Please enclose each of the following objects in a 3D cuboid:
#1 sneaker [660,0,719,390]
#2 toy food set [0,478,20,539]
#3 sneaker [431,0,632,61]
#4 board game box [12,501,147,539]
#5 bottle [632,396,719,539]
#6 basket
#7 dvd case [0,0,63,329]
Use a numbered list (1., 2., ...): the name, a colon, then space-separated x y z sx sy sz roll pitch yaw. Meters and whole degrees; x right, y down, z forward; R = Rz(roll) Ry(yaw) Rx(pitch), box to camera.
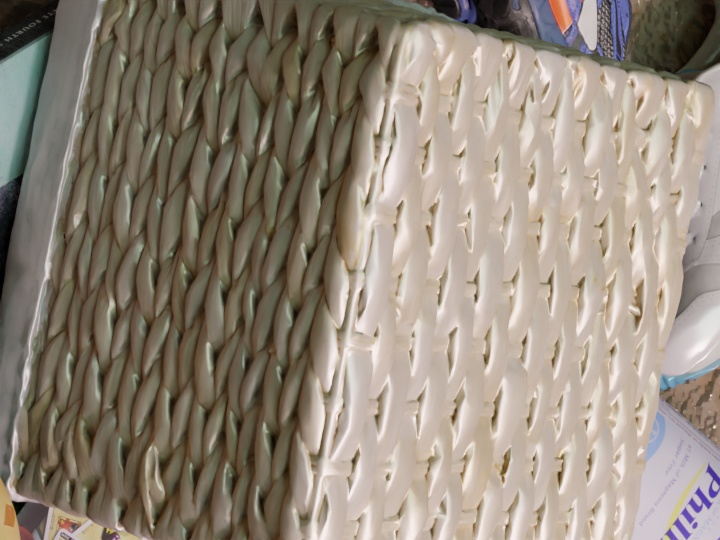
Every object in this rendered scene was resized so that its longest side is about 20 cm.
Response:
1. sneaker: 0.155 -0.041 1.044 0.081 0.076 0.200 32 72 -18
2. toy food set: -0.193 0.037 0.710 0.197 0.049 0.201 5 78 -39
3. sneaker: 0.070 -0.120 0.980 0.078 0.075 0.201 -25 115 -41
4. board game box: -0.062 0.138 0.923 0.200 0.023 0.105 45 66 -29
5. bottle: 0.133 0.112 1.032 0.200 0.065 0.084 40 88 -31
6. basket: 0.000 0.000 0.828 0.198 0.161 0.201 5 96 -50
7. dvd case: -0.073 -0.043 0.868 0.200 0.022 0.146 -38 129 -37
